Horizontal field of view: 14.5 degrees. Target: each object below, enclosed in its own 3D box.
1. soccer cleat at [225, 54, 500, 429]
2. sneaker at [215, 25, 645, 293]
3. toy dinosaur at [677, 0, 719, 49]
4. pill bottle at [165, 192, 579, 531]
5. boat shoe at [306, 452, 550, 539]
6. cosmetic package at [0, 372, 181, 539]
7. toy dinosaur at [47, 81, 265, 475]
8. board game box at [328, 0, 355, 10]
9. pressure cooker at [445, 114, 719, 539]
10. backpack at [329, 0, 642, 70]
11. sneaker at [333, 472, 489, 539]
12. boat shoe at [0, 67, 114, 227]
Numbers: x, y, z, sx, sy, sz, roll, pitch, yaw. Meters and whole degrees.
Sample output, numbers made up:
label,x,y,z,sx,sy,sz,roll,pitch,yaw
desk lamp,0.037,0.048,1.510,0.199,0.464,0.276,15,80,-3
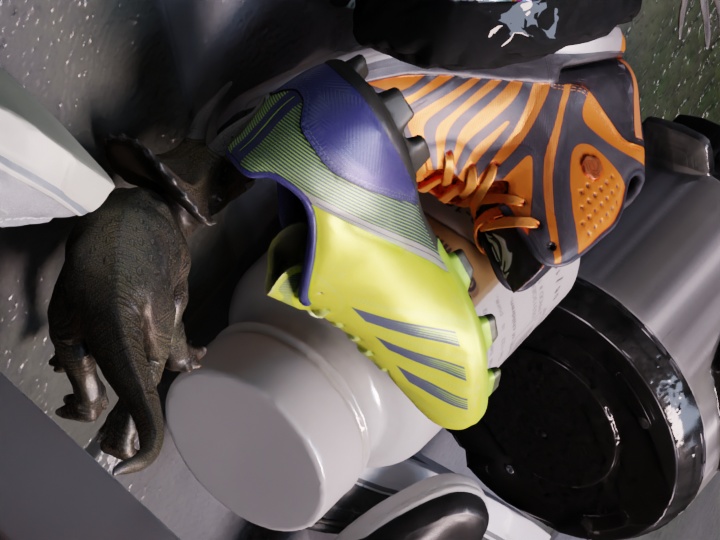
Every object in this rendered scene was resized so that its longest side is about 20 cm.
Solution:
label,x,y,z,sx,sy,sz,roll,pitch,yaw
soccer cleat,-0.001,-0.001,1.166,0.084,0.065,0.201,-34,133,-11
sneaker,0.040,-0.043,1.233,0.199,0.113,0.078,-10,173,-19
toy dinosaur,0.144,-0.179,1.402,0.181,0.105,0.201,-45,146,-42
pill bottle,0.005,0.024,1.297,0.200,0.114,0.115,-44,148,-38
boat shoe,0.021,0.123,1.448,0.200,0.069,0.057,28,92,-46
cosmetic package,-0.096,0.137,1.099,0.052,0.200,0.151,-37,146,-21
toy dinosaur,-0.095,0.009,1.108,0.200,0.077,0.103,-65,159,-59
board game box,-0.013,-0.165,1.202,0.200,0.030,0.096,11,102,-62
pressure cooker,0.149,0.022,1.509,0.200,0.179,0.176,-43,-174,-39
backpack,0.071,-0.193,1.169,0.167,0.126,0.201,-26,128,-51
sneaker,0.005,0.200,1.374,0.200,0.112,0.073,-43,138,10
boat shoe,-0.158,-0.043,0.997,0.072,0.070,0.201,-47,157,8
